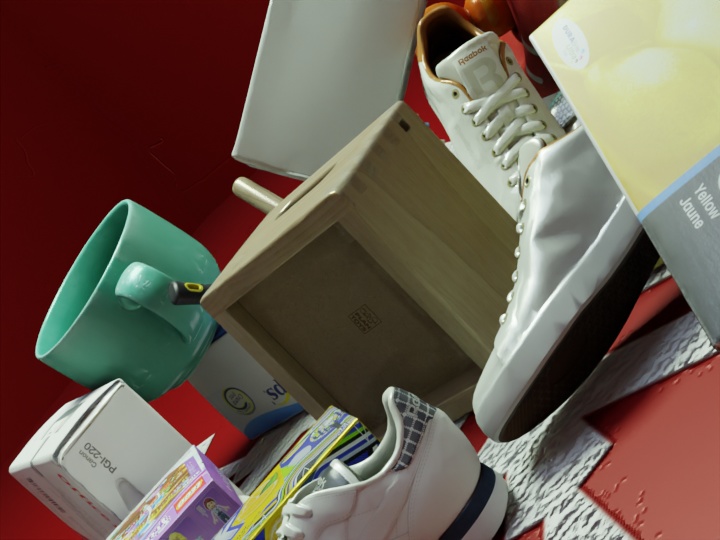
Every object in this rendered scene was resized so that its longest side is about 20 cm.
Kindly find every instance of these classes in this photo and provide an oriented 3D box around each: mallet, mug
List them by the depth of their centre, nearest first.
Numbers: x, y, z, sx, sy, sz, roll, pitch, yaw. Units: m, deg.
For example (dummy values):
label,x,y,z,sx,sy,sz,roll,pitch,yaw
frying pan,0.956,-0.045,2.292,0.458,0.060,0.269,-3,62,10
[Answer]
label,x,y,z,sx,sy,sz,roll,pitch,yaw
mallet,-0.045,0.027,0.929,0.197,0.066,0.042,-3,-47,-33
mug,-0.183,0.041,1.026,0.153,0.114,0.186,-52,22,15

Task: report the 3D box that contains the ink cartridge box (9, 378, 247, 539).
label,x,y,z,sx,sy,sz,roll,pitch,yaw
ink cartridge box,-0.195,0.175,1.013,0.085,0.146,0.199,-51,12,-23

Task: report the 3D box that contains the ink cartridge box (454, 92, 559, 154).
label,x,y,z,sx,sy,sz,roll,pitch,yaw
ink cartridge box,0.149,-0.138,1.145,0.200,0.037,0.095,-42,12,7

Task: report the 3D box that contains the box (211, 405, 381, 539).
label,x,y,z,sx,sy,sz,roll,pitch,yaw
box,-0.054,0.174,0.696,0.200,0.064,0.070,-48,11,-9

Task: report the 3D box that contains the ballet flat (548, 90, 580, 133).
label,x,y,z,sx,sy,sz,roll,pitch,yaw
ballet flat,0.140,-0.065,0.870,0.200,0.072,0.072,-46,11,-1

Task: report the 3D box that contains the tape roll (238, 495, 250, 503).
label,x,y,z,sx,sy,sz,roll,pitch,yaw
tape roll,-0.127,0.237,0.818,0.203,0.037,0.203,-44,12,11

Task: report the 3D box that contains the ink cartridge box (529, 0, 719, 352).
label,x,y,z,sx,sy,sz,roll,pitch,yaw
ink cartridge box,0.190,-0.096,0.523,0.200,0.047,0.199,-43,47,24

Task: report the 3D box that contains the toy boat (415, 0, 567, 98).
label,x,y,z,sx,sy,sz,roll,pitch,yaw
toy boat,0.100,-0.201,0.970,0.129,0.132,0.200,-27,-19,3

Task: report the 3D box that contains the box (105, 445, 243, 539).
label,x,y,z,sx,sy,sz,roll,pitch,yaw
box,-0.161,0.214,0.828,0.200,0.039,0.137,-47,10,-8

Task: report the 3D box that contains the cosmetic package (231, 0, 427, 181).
label,x,y,z,sx,sy,sz,roll,pitch,yaw
cosmetic package,-0.015,-0.163,0.910,0.081,0.111,0.203,-27,-47,-85

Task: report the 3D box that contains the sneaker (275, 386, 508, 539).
label,x,y,z,sx,sy,sz,roll,pitch,yaw
sneaker,-0.019,0.151,0.603,0.200,0.080,0.076,-49,13,-6

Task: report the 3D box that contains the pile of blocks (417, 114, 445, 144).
label,x,y,z,sx,sy,sz,roll,pitch,yaw
pile of blocks,0.066,-0.070,1.002,0.202,0.061,0.083,-99,12,-45

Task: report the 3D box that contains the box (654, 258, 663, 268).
label,x,y,z,sx,sy,sz,roll,pitch,yaw
box,0.177,-0.071,0.749,0.075,0.050,0.201,-39,13,29

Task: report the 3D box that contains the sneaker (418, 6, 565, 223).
label,x,y,z,sx,sy,sz,roll,pitch,yaw
sneaker,0.087,-0.097,0.811,0.072,0.085,0.201,-32,53,-3

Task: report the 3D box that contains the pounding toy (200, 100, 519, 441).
label,x,y,z,sx,sy,sz,roll,pitch,yaw
pounding toy,0.000,0.000,0.801,0.199,0.184,0.143,-35,14,44

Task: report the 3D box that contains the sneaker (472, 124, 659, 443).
label,x,y,z,sx,sy,sz,roll,pitch,yaw
sneaker,0.102,-0.011,0.632,0.202,0.084,0.073,-57,-28,-4

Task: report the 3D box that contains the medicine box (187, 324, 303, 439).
label,x,y,z,sx,sy,sz,roll,pitch,yaw
medicine box,-0.039,0.024,1.089,0.182,0.103,0.201,-34,15,48
